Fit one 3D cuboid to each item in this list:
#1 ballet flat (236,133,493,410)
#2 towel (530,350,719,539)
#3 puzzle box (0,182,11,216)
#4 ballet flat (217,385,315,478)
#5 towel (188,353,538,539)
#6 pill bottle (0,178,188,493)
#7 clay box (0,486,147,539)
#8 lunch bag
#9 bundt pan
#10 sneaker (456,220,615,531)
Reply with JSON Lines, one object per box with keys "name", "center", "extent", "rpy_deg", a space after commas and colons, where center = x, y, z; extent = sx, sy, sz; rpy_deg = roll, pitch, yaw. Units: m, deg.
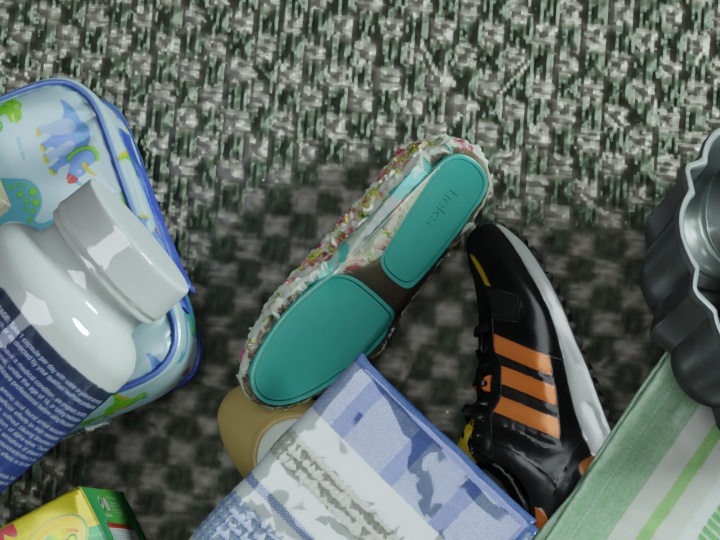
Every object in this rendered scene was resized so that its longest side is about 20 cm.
{"name": "ballet flat", "center": [0.000, 0.000, 1.284], "extent": [0.200, 0.064, 0.076], "rpy_deg": [-45, 116, -5]}
{"name": "towel", "center": [0.208, 0.161, 1.224], "extent": [0.200, 0.023, 0.153], "rpy_deg": [37, 85, -8]}
{"name": "puzzle box", "center": [-0.281, -0.057, 1.256], "extent": [0.133, 0.025, 0.200], "rpy_deg": [-44, 45, 11]}
{"name": "ballet flat", "center": [-0.008, 0.136, 1.262], "extent": [0.069, 0.063, 0.200], "rpy_deg": [-44, 80, -8]}
{"name": "towel", "center": [-0.014, 0.167, 1.218], "extent": [0.147, 0.024, 0.200], "rpy_deg": [42, 96, 8]}
{"name": "pill bottle", "center": [-0.194, 0.046, 1.190], "extent": [0.200, 0.111, 0.111], "rpy_deg": [-41, 79, 4]}
{"name": "clay box", "center": [-0.226, 0.190, 1.253], "extent": [0.199, 0.115, 0.048], "rpy_deg": [-29, 80, 2]}
{"name": "lunch bag", "center": [-0.188, -0.003, 1.293], "extent": [0.160, 0.082, 0.201], "rpy_deg": [-23, 79, 5]}
{"name": "bundt pan", "center": [0.237, 0.020, 1.209], "extent": [0.201, 0.076, 0.203], "rpy_deg": [16, 55, -24]}
{"name": "sneaker", "center": [0.087, 0.072, 1.253], "extent": [0.090, 0.070, 0.201], "rpy_deg": [-22, 82, -6]}
